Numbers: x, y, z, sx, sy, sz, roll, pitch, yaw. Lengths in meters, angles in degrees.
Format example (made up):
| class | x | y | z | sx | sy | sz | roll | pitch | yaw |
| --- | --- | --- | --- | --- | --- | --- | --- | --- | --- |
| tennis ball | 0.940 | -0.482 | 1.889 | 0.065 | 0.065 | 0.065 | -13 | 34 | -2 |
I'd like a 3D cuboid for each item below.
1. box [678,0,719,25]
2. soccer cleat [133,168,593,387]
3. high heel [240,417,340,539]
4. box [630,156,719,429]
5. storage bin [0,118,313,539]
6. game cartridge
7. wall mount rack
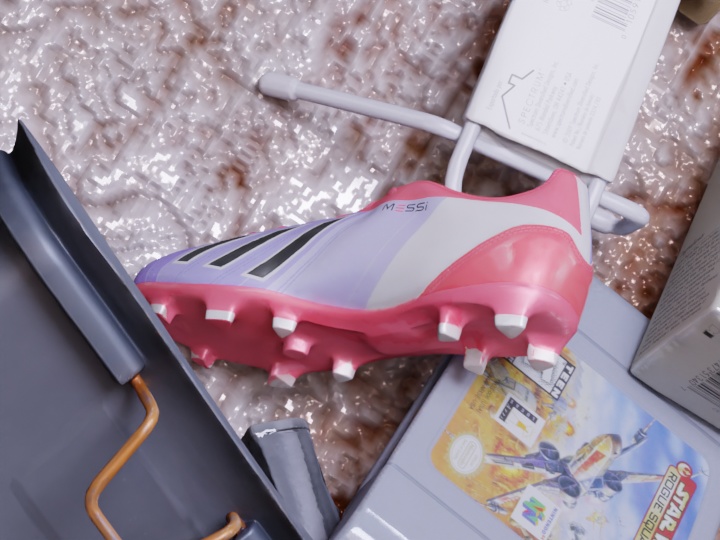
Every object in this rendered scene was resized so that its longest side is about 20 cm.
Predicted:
| class | x | y | z | sx | sy | sz | roll | pitch | yaw |
| --- | --- | --- | --- | --- | --- | --- | --- | --- | --- |
| box | 0.147 | -0.219 | 0.871 | 0.163 | 0.200 | 0.021 | 36 | 36 | -10 |
| soccer cleat | 0.000 | 0.000 | 0.831 | 0.198 | 0.067 | 0.077 | -1 | 58 | 30 |
| high heel | -0.085 | 0.145 | 0.777 | 0.198 | 0.072 | 0.144 | -15 | 68 | -17 |
| box | 0.189 | -0.032 | 0.877 | 0.068 | 0.082 | 0.201 | 31 | 63 | -6 |
| storage bin | -0.104 | 0.077 | 0.679 | 0.134 | 0.146 | 0.201 | -36 | 107 | -4 |
| game cartridge | 0.079 | 0.085 | 0.836 | 0.133 | 0.042 | 0.200 | 35 | 48 | 0 |
| wall mount rack | 0.060 | -0.104 | 0.881 | 0.172 | 0.075 | 0.202 | 23 | 83 | -5 |
